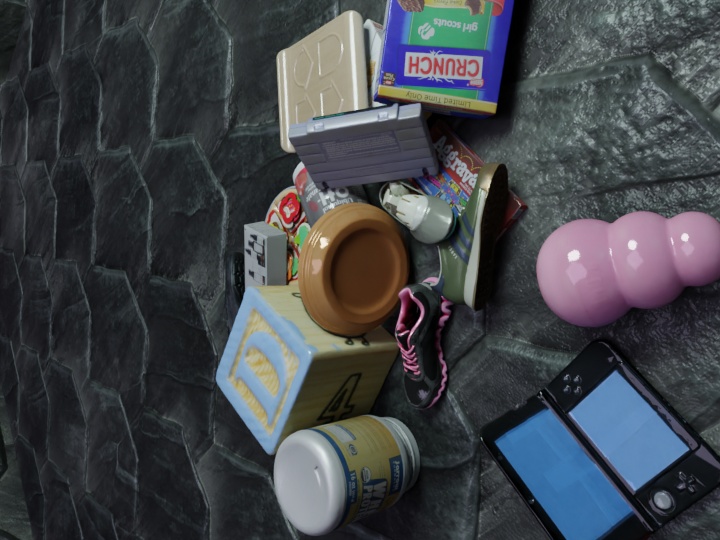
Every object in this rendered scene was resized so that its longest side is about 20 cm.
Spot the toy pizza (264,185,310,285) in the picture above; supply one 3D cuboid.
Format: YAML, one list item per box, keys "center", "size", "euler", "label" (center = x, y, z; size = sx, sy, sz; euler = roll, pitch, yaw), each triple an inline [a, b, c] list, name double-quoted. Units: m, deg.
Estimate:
- center: [-0.136, -0.063, 1.138]
  size: [0.199, 0.032, 0.203]
  euler: [-1, 88, 44]
  label: "toy pizza"

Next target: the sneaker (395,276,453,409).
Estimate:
- center: [0.081, 0.111, 0.882]
  size: [0.078, 0.095, 0.203]
  euler: [7, 95, 42]
  label: "sneaker"

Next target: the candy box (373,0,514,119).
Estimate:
- center: [0.114, -0.324, 0.809]
  size: [0.077, 0.167, 0.203]
  euler: [-95, 13, -81]
  label: "candy box"

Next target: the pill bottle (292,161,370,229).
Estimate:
- center: [-0.034, -0.092, 0.985]
  size: [0.110, 0.110, 0.202]
  euler: [-38, 64, 37]
  label: "pill bottle"

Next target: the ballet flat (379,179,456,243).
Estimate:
- center: [0.072, -0.089, 0.860]
  size: [0.068, 0.063, 0.200]
  euler: [-68, 21, 12]
  label: "ballet flat"

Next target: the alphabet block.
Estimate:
- center: [-0.090, 0.153, 0.975]
  size: [0.195, 0.199, 0.198]
  euler: [41, 117, 35]
  label: "alphabet block"

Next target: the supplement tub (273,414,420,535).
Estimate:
- center: [-0.016, 0.303, 0.899]
  size: [0.144, 0.199, 0.147]
  euler: [0, 90, 44]
  label: "supplement tub"

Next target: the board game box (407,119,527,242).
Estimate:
- center: [0.148, -0.123, 0.873]
  size: [0.103, 0.019, 0.201]
  euler: [-54, 55, 28]
  label: "board game box"

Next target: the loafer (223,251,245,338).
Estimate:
- center: [-0.260, 0.064, 1.230]
  size: [0.070, 0.068, 0.203]
  euler: [-10, 85, 34]
  label: "loafer"

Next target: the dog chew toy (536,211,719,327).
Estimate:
- center: [0.303, -0.008, 0.655]
  size: [0.198, 0.124, 0.126]
  euler: [-16, 78, 35]
  label: "dog chew toy"

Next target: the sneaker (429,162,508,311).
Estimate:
- center: [0.142, -0.051, 0.816]
  size: [0.089, 0.067, 0.203]
  euler: [15, 103, 37]
  label: "sneaker"

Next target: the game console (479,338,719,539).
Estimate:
- center: [0.271, 0.208, 0.678]
  size: [0.201, 0.118, 0.173]
  euler: [53, 123, 30]
  label: "game console"

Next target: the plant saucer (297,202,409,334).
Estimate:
- center: [0.000, 0.000, 0.887]
  size: [0.037, 0.198, 0.203]
  euler: [12, 97, 56]
  label: "plant saucer"

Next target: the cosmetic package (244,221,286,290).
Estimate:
- center: [-0.186, 0.015, 1.141]
  size: [0.082, 0.050, 0.202]
  euler: [27, 121, 45]
  label: "cosmetic package"

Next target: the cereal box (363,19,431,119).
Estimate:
- center: [0.019, -0.283, 0.960]
  size: [0.144, 0.039, 0.202]
  euler: [-43, 61, 36]
  label: "cereal box"

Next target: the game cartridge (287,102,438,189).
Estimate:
- center: [0.006, -0.180, 0.864]
  size: [0.197, 0.130, 0.039]
  euler: [-4, 54, 18]
  label: "game cartridge"

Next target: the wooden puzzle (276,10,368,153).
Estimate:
- center: [-0.060, -0.307, 0.988]
  size: [0.199, 0.046, 0.188]
  euler: [-6, 87, 44]
  label: "wooden puzzle"
